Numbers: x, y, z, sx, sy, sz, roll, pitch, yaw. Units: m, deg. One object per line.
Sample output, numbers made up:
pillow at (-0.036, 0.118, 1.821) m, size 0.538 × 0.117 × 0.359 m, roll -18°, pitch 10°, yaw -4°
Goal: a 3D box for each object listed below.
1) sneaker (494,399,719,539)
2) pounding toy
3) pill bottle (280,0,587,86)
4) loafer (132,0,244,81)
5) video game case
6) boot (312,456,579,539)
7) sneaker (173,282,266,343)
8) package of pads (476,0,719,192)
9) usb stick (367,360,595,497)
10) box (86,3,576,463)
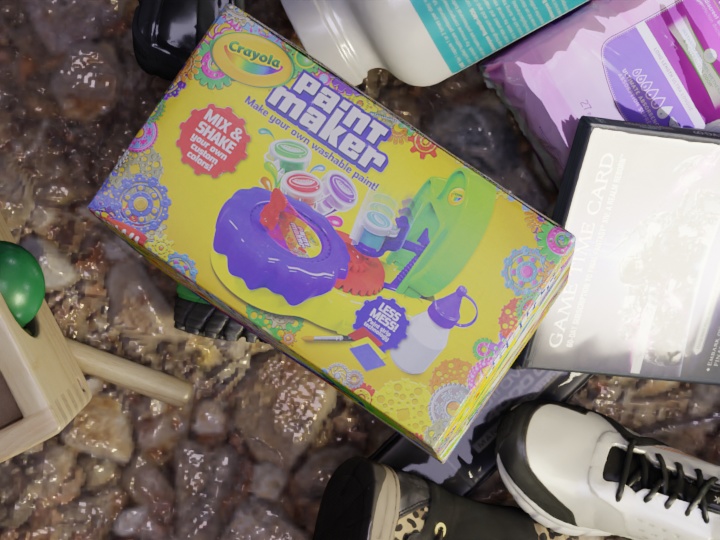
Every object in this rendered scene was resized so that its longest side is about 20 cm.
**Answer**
sneaker at (0.165, 0.120, 1.412) m, size 0.200 × 0.080 × 0.074 m, roll 26°, pitch 64°, yaw -20°
pounding toy at (-0.223, 0.040, 1.370) m, size 0.200 × 0.142 × 0.185 m, roll -26°, pitch 95°, yaw 6°
pill bottle at (0.057, -0.171, 1.383) m, size 0.200 × 0.111 × 0.111 m, roll -28°, pitch 95°, yaw 5°
loafer at (-0.071, -0.194, 1.385) m, size 0.070 × 0.068 × 0.201 m, roll 11°, pitch 77°, yaw 0°
video game case at (0.192, -0.005, 1.412) m, size 0.199 × 0.019 × 0.143 m, roll 6°, pitch 112°, yaw -22°
boot at (0.038, 0.209, 1.400) m, size 0.150 × 0.073 × 0.201 m, roll 11°, pitch 84°, yaw -32°
sneaker at (0.000, 0.000, 1.408) m, size 0.199 × 0.078 × 0.086 m, roll 4°, pitch 91°, yaw -6°
package of pads at (0.176, -0.113, 1.425) m, size 0.200 × 0.076 × 0.121 m, roll -32°, pitch 99°, yaw -4°
usb stick at (0.077, 0.073, 1.444) m, size 0.200 × 0.033 × 0.055 m, roll -44°, pitch 91°, yaw -3°
box at (-0.009, -0.013, 1.283) m, size 0.200 × 0.193 × 0.122 m, roll 35°, pitch 86°, yaw 7°
